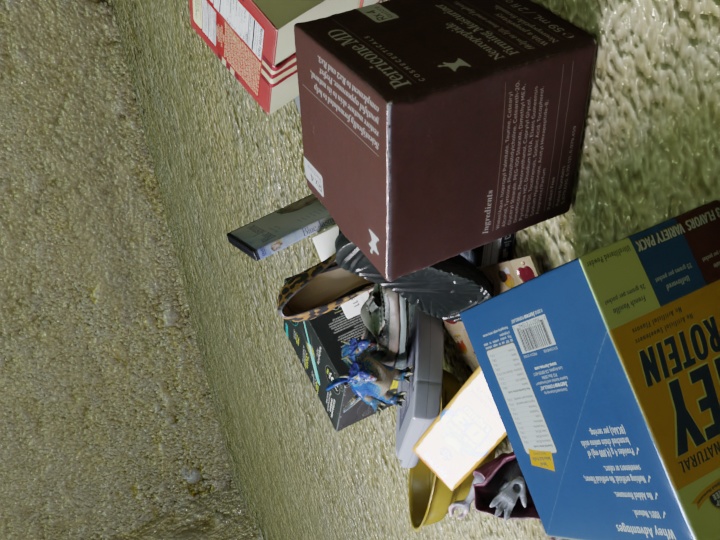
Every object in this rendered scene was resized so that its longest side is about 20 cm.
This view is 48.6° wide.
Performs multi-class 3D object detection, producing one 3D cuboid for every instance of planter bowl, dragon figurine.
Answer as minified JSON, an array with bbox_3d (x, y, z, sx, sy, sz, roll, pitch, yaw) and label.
[{"bbox_3d":[0.117,0.220,0.982,0.200,0.081,0.205,-171,90,-86],"label":"planter bowl"},{"bbox_3d":[-0.004,0.124,0.942,0.199,0.098,0.060,-27,39,65],"label":"dragon figurine"}]

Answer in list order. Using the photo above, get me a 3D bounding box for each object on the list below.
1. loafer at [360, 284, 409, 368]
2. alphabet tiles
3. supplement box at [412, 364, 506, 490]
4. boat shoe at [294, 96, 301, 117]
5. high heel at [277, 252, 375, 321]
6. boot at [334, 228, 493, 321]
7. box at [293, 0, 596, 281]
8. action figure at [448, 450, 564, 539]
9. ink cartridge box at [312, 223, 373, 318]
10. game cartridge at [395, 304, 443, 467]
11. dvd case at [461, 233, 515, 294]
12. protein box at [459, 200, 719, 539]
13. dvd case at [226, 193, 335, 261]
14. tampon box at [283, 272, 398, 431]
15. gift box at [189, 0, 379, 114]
[{"bbox_3d":[0.025,0.064,0.922,0.201,0.061,0.073,85,-175,-61],"label":"loafer"},{"bbox_3d":[0.155,0.075,0.862,0.199,0.007,0.170,-15,99,64],"label":"alphabet tiles"},{"bbox_3d":[0.133,0.132,0.801,0.066,0.068,0.202,41,128,14],"label":"supplement box"},{"bbox_3d":[-0.034,-0.190,1.070,0.072,0.070,0.204,135,120,-67],"label":"boat shoe"},{"bbox_3d":[0.000,0.000,0.893,0.198,0.142,0.072,-25,99,32],"label":"high heel"},{"bbox_3d":[0.060,-0.056,0.833,0.076,0.197,0.171,-36,39,44],"label":"boot"},{"bbox_3d":[0.068,-0.128,0.687,0.166,0.197,0.167,48,150,43],"label":"box"},{"bbox_3d":[0.172,0.216,0.862,0.200,0.131,0.152,49,-126,-78],"label":"action figure"},{"bbox_3d":[-0.011,-0.007,1.068,0.200,0.066,0.119,-78,-36,-87],"label":"ink cartridge box"},{"bbox_3d":[0.073,0.122,0.988,0.135,0.040,0.203,97,178,-49],"label":"game cartridge"},{"bbox_3d":[0.103,-0.080,0.885,0.200,0.024,0.153,50,151,42],"label":"dvd case"},{"bbox_3d":[0.205,0.087,0.616,0.204,0.133,0.198,68,159,7],"label":"protein box"},{"bbox_3d":[-0.079,-0.074,1.103,0.142,0.197,0.018,26,140,63],"label":"dvd case"},{"bbox_3d":[-0.022,0.108,1.223,0.202,0.124,0.151,58,157,28],"label":"tampon box"},{"bbox_3d":[-0.086,-0.334,0.909,0.201,0.186,0.185,51,158,6],"label":"gift box"}]
